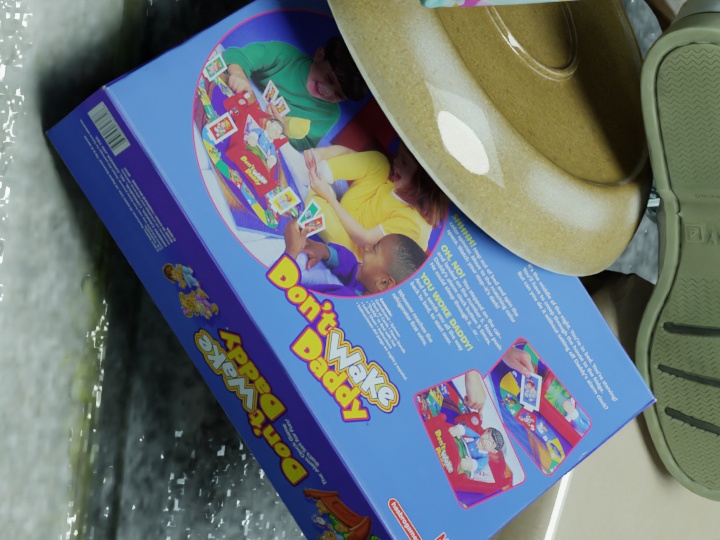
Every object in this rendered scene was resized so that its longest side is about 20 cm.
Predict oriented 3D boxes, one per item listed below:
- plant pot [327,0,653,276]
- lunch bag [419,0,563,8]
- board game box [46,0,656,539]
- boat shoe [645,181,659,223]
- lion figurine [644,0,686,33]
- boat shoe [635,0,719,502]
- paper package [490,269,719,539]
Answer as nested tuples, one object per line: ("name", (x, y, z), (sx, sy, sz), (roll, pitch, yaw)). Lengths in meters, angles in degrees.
("plant pot", (0.052, -0.094, 1.007), (0.200, 0.027, 0.201), (38, 37, -35))
("lunch bag", (0.094, -0.193, 0.896), (0.122, 0.169, 0.201), (79, 8, -56))
("board game box", (0.000, 0.000, 0.968), (0.134, 0.045, 0.201), (-34, 93, -38))
("boat shoe", (0.147, -0.048, 1.173), (0.200, 0.073, 0.062), (-11, 103, -52))
("lion figurine", (0.126, -0.125, 1.085), (0.072, 0.123, 0.201), (-22, 108, -2))
("boat shoe", (0.145, -0.010, 1.023), (0.068, 0.074, 0.201), (-48, 142, -52))
("paper package", (0.090, 0.113, 1.121), (0.190, 0.103, 0.201), (28, 78, -48))
